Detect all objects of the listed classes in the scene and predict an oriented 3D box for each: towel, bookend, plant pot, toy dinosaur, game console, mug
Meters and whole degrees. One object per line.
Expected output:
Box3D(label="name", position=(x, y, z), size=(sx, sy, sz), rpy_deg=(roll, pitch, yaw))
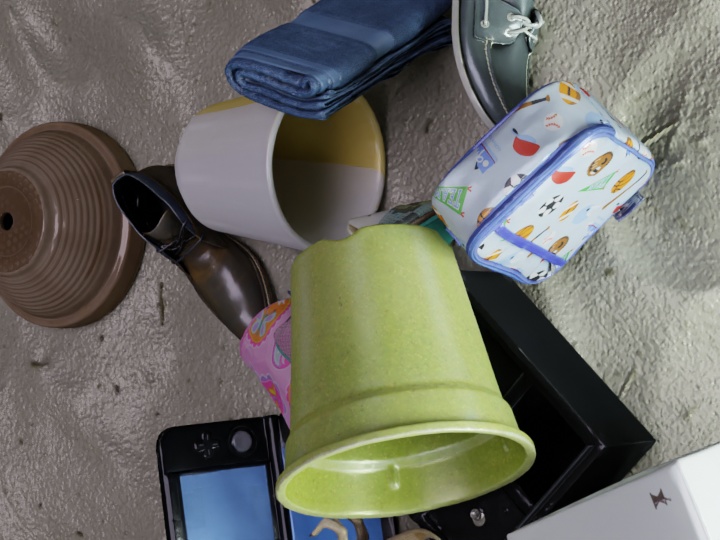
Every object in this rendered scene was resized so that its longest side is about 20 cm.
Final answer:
Box3D(label="towel", position=(-0.015, -0.187, 1.653), size=(0.111, 0.200, 0.049), rpy_deg=(20, 130, 32))
Box3D(label="bookend", position=(0.100, 0.139, 1.622), size=(0.199, 0.092, 0.200), rpy_deg=(-51, 62, 22))
Box3D(label="plant pot", position=(-0.311, -0.045, 1.902), size=(0.200, 0.092, 0.203), rpy_deg=(-1, 88, 35))
Box3D(label="toy dinosaur", position=(0.008, 0.244, 1.656), size=(0.101, 0.058, 0.201), rpy_deg=(41, 130, 12))
Box3D(label="game console", position=(-0.071, 0.224, 1.725), size=(0.116, 0.175, 0.202), rpy_deg=(-21, 75, 60))
Box3D(label="plant pot", position=(0.021, 0.073, 1.525), size=(0.199, 0.200, 0.186), rpy_deg=(-25, 62, 31))
Box3D(label="mug", position=(-0.071, -0.100, 1.739), size=(0.152, 0.186, 0.150), rpy_deg=(1, 122, 42))

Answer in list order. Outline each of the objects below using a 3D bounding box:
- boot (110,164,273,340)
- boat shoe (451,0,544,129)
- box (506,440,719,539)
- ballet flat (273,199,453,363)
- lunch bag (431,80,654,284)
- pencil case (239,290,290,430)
Box3D(label="boot", position=(-0.156, -0.013, 1.794), size=(0.075, 0.097, 0.201), rpy_deg=(-44, 66, 25))
Box3D(label="boat shoe", position=(0.117, -0.211, 1.633), size=(0.061, 0.073, 0.202), rpy_deg=(-16, 75, 36))
Box3D(label="box", position=(0.244, 0.243, 1.459), size=(0.200, 0.130, 0.200), rpy_deg=(-32, 76, 49))
Box3D(label="ballet flat", position=(0.000, 0.000, 1.660), size=(0.071, 0.069, 0.200), rpy_deg=(33, 71, 31))
Box3D(label="lunch bag", position=(0.143, -0.061, 1.538), size=(0.160, 0.200, 0.076), rpy_deg=(-45, 67, 10))
Box3D(label="pencil case", position=(-0.033, 0.108, 1.682), size=(0.088, 0.087, 0.200), rpy_deg=(-55, 40, 20))
